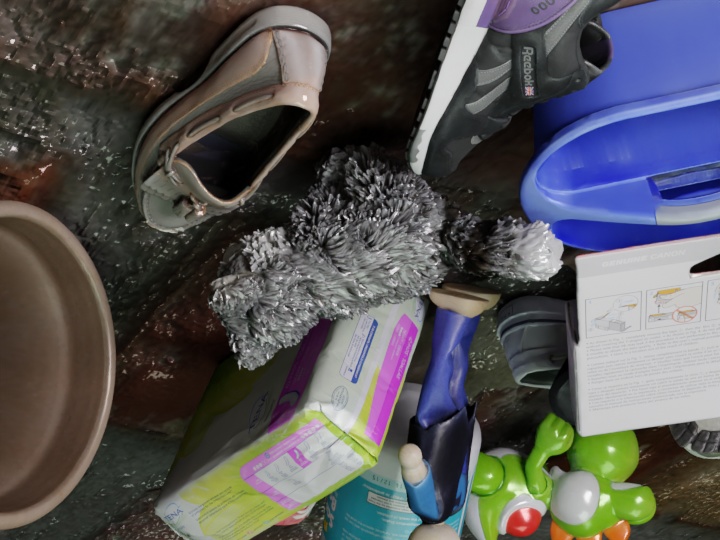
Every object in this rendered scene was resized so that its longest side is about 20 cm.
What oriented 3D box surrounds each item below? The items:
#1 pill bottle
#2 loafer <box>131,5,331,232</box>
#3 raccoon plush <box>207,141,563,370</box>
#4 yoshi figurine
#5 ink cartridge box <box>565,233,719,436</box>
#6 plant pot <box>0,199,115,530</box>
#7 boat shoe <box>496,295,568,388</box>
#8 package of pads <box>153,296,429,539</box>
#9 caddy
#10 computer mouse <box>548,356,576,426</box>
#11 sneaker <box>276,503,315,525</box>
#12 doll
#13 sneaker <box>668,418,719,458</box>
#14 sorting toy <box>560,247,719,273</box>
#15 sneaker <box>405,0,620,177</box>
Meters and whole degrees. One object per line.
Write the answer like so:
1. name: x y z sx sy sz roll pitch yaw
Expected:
1. pill bottle: 0.025 0.198 1.200 0.109 0.111 0.202 4 117 -12
2. loafer: -0.080 -0.070 0.875 0.071 0.063 0.200 13 144 -27
3. raccoon plush: 0.000 0.000 0.886 0.199 0.134 0.097 2 132 47
4. yoshi figurine: 0.148 0.161 1.272 0.198 0.112 0.113 5 110 12
5. ink cartridge box: 0.228 0.023 0.950 0.198 0.045 0.177 -8 136 2
6. plant pot: -0.283 0.058 0.968 0.173 0.202 0.200 0 153 28
7. boat shoe: 0.191 0.071 1.129 0.198 0.067 0.074 7 147 -17
8. package of pads: -0.049 0.100 1.059 0.068 0.155 0.200 39 133 -17
9. caddy: 0.185 -0.073 0.858 0.198 0.106 0.142 -12 149 12
10. computer mouse: 0.232 0.054 1.045 0.140 0.046 0.200 34 122 -31
11. sneaker: -0.056 0.159 1.192 0.087 0.074 0.199 43 152 -21
12. doll: 0.056 0.114 1.053 0.048 0.202 0.136 9 -172 17
13. sneaker: 0.349 0.113 1.226 0.198 0.078 0.089 -6 162 14
14. sorting toy: 0.260 -0.007 1.028 0.184 0.037 0.199 -28 135 34
15. sneaker: 0.083 -0.105 0.804 0.087 0.076 0.201 20 146 -1
